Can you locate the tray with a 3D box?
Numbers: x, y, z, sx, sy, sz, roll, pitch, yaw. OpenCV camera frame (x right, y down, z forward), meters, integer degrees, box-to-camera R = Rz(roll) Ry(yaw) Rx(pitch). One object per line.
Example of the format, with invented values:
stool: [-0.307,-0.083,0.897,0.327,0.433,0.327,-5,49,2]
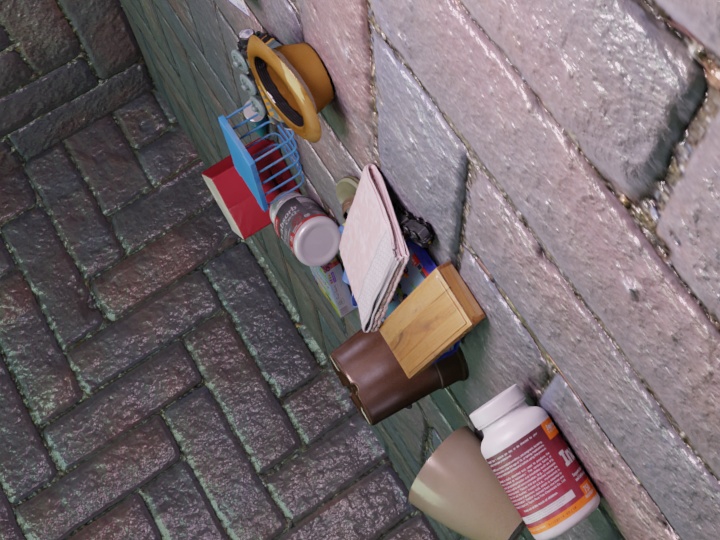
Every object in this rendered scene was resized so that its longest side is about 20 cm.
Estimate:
tray: [0.105,0.080,1.444,0.100,0.037,0.200,57,143,13]

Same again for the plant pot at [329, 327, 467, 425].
plant pot: [0.061,0.165,1.695,0.202,0.196,0.201,55,169,16]

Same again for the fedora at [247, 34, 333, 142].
fedora: [-0.101,-0.303,1.487,0.201,0.081,0.201,51,166,18]

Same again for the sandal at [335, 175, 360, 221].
sandal: [-0.001,-0.104,1.626,0.201,0.057,0.081,46,163,54]

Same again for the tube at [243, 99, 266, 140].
tube: [-0.241,-0.348,2.155,0.079,0.050,0.200,63,175,-1]

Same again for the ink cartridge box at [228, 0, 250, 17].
ink cartridge box: [-0.246,-0.556,1.591,0.196,0.043,0.202,47,166,46]

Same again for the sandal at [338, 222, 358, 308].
sandal: [0.000,0.000,1.844,0.203,0.086,0.079,66,170,-22]

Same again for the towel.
towel: [0.015,-0.033,1.496,0.202,0.032,0.194,111,149,-48]

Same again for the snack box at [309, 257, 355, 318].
snack box: [-0.083,0.007,2.359,0.143,0.052,0.202,51,167,36]

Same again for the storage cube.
storage cube: [-0.266,-0.204,2.301,0.173,0.178,0.200,62,168,-18]

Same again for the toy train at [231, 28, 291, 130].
toy train: [-0.163,-0.342,1.696,0.114,0.085,0.202,38,159,38]

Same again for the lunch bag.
lunch bag: [0.102,0.049,1.518,0.152,0.093,0.201,57,159,21]

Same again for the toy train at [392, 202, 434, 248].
toy train: [0.066,-0.073,1.463,0.046,0.034,0.200,52,174,-25]

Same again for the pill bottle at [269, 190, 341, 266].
pill bottle: [-0.129,-0.099,2.101,0.200,0.115,0.117,44,163,54]

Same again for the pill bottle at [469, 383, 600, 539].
pill bottle: [0.244,0.271,1.338,0.202,0.112,0.113,57,170,9]

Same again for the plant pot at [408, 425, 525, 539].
plant pot: [0.225,0.439,1.802,0.199,0.187,0.188,38,162,25]

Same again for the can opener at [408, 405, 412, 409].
can opener: [0.078,0.243,2.243,0.078,0.064,0.201,-13,120,51]

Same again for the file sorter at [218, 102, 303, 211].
file sorter: [-0.207,-0.254,2.023,0.140,0.121,0.201,55,169,22]
